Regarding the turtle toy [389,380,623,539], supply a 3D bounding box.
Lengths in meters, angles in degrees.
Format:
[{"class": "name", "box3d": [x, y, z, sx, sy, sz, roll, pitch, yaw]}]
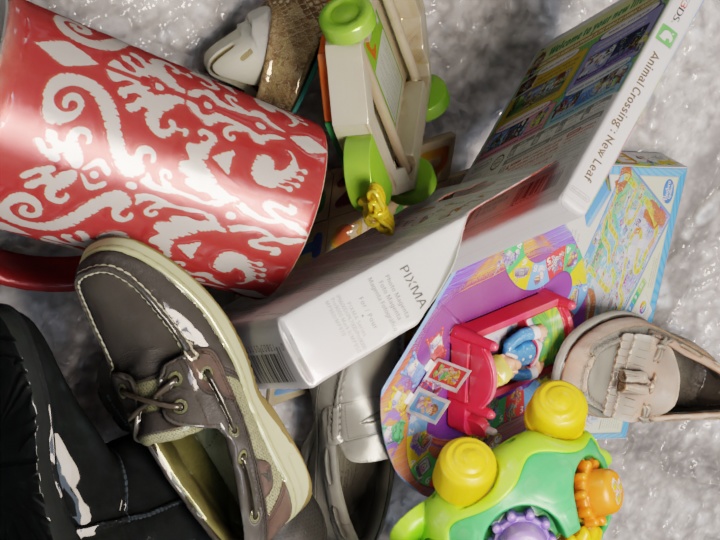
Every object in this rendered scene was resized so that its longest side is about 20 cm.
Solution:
[{"class": "turtle toy", "box3d": [0.087, 0.169, 1.550, 0.200, 0.101, 0.146, -30, 156, -26]}]

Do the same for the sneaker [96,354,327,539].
[{"class": "sneaker", "box3d": [-0.081, 0.120, 1.533, 0.200, 0.082, 0.073, 49, 60, -25]}]

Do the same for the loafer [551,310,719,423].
[{"class": "loafer", "box3d": [0.199, 0.070, 1.653, 0.200, 0.063, 0.072, 7, 101, -58]}]

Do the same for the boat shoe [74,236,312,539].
[{"class": "boat shoe", "box3d": [-0.097, 0.074, 1.369, 0.201, 0.072, 0.066, 58, 39, -22]}]

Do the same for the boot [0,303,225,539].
[{"class": "boot", "box3d": [-0.138, 0.105, 1.415, 0.162, 0.073, 0.199, -13, 87, -45]}]

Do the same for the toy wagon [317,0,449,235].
[{"class": "toy wagon", "box3d": [0.009, -0.107, 1.457, 0.039, 0.200, 0.155, -4, 140, 17]}]

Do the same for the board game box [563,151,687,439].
[{"class": "board game box", "box3d": [0.139, 0.018, 1.673, 0.134, 0.034, 0.200, 1, 109, -31]}]

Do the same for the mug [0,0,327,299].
[{"class": "mug", "box3d": [-0.138, -0.060, 1.411, 0.200, 0.177, 0.134, 18, 70, -19]}]

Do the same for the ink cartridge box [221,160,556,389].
[{"class": "ink cartridge box", "box3d": [0.009, 0.007, 1.438, 0.200, 0.162, 0.057, -25, 96, -24]}]

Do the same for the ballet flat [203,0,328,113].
[{"class": "ballet flat", "box3d": [-0.071, -0.098, 1.486, 0.065, 0.071, 0.200, 16, 98, -20]}]

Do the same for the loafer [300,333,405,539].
[{"class": "loafer", "box3d": [0.003, 0.093, 1.580, 0.070, 0.070, 0.200, -21, 134, -34]}]

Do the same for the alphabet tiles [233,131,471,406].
[{"class": "alphabet tiles", "box3d": [0.000, 0.000, 1.566, 0.200, 0.006, 0.167, -20, 131, -35]}]

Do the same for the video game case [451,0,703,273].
[{"class": "video game case", "box3d": [0.121, -0.088, 1.493, 0.022, 0.200, 0.182, 36, 67, -13]}]

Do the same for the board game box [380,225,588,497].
[{"class": "board game box", "box3d": [0.096, 0.061, 1.586, 0.200, 0.039, 0.158, -58, 140, -11]}]
